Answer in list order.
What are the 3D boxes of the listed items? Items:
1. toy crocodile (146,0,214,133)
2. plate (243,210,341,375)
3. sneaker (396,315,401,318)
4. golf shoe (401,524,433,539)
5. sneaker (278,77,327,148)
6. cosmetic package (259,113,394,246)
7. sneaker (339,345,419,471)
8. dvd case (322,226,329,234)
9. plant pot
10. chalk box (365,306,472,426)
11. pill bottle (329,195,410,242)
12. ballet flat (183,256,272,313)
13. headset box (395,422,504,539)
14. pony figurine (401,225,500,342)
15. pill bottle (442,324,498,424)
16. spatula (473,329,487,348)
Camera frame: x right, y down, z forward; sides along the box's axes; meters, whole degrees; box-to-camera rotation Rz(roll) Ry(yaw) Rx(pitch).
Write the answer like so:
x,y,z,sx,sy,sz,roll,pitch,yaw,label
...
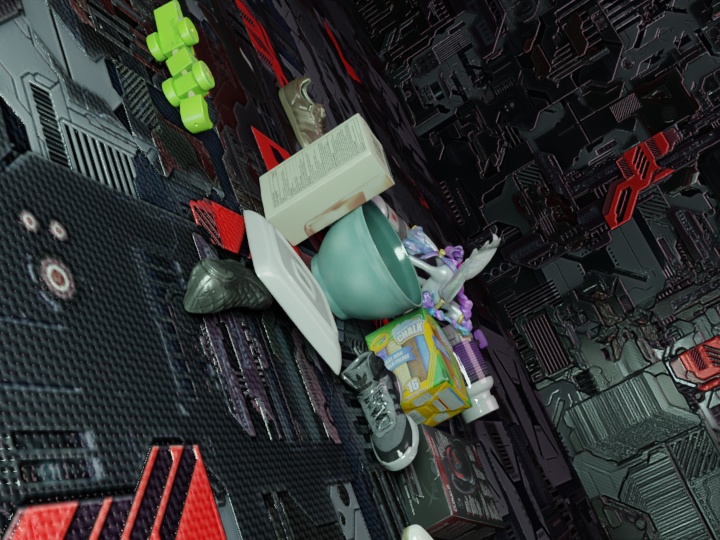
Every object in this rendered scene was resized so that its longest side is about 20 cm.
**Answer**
x,y,z,sx,sy,sz,roll,pitch,yaw,label
-0.250,-0.292,1.085,0.204,0.066,0.062,69,11,18,toy crocodile
-0.089,0.020,1.071,0.201,0.032,0.201,54,6,-30,plate
0.097,0.109,1.526,0.117,0.074,0.202,58,-6,30,sneaker
0.127,0.420,1.043,0.202,0.091,0.073,57,17,-13,golf shoe
-0.100,-0.306,1.591,0.204,0.074,0.070,63,15,5,sneaker
-0.055,-0.142,1.216,0.087,0.197,0.105,45,22,-46,cosmetic package
0.022,0.196,1.127,0.115,0.075,0.202,52,12,-30,sneaker
-0.068,-0.132,1.502,0.143,0.017,0.202,52,19,-33,dvd case
0.000,0.000,1.275,0.202,0.132,0.202,54,17,-24,plant pot
0.096,0.157,1.339,0.124,0.122,0.203,44,23,-48,chalk box
0.016,-0.079,1.437,0.200,0.115,0.119,40,26,-56,pill bottle
-0.156,0.023,0.907,0.066,0.057,0.200,41,4,15,ballet flat
0.129,0.335,1.196,0.199,0.074,0.151,31,32,-49,headset box
0.151,0.012,1.381,0.198,0.196,0.166,36,36,16,pony figurine
0.223,0.224,1.672,0.204,0.110,0.111,65,16,15,pill bottle
0.350,0.213,2.287,0.058,0.020,0.199,65,16,5,spatula
